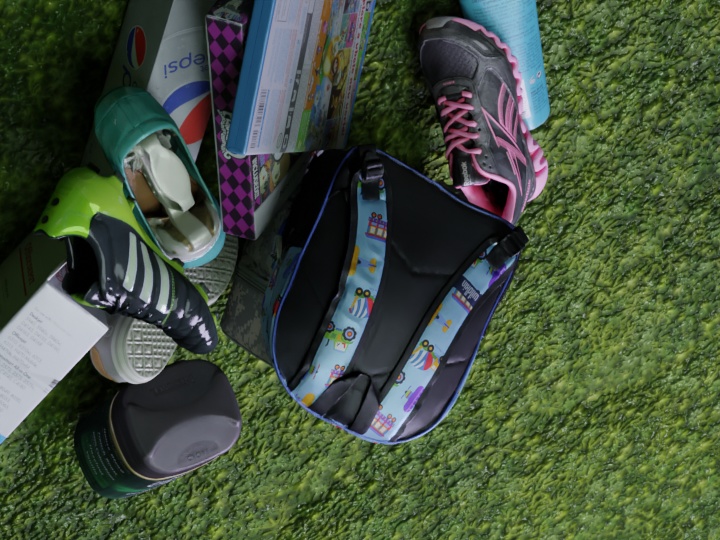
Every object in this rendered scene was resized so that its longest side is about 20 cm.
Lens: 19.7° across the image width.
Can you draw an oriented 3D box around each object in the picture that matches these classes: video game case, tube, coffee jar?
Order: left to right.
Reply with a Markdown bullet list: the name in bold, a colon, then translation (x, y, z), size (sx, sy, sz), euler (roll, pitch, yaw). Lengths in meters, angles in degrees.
- **coffee jar**: translation (-0.168, 0.132, 1.709), size (0.104, 0.086, 0.200), euler (-20, 175, -21)
- **video game case**: translation (-0.059, -0.155, 1.579), size (0.182, 0.036, 0.201), euler (-55, 153, -44)
- **video game case**: translation (-0.040, -0.160, 1.545), size (0.200, 0.018, 0.144), euler (-12, 115, -69)
- **tube**: translation (0.118, -0.206, 1.718), size (0.077, 0.051, 0.201), euler (-22, 132, -7)

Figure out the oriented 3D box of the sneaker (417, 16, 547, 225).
- **sneaker**: translation (0.095, -0.115, 1.715), size (0.201, 0.078, 0.096), euler (62, 39, -31)

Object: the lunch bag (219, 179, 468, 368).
- **lunch bag**: translation (0.000, 0.000, 1.745), size (0.199, 0.139, 0.169), euler (6, 108, -39)

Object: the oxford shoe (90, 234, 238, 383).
- **oxford shoe**: translation (-0.159, 0.016, 1.662), size (0.075, 0.057, 0.201), euler (56, 42, -25)

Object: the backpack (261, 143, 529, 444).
- **backpack**: translation (0.008, 0.025, 1.589), size (0.182, 0.134, 0.201), euler (27, 81, -22)

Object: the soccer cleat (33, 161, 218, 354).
- **soccer cleat**: translation (-0.175, 0.007, 1.545), size (0.081, 0.067, 0.200), euler (-53, 132, -22)

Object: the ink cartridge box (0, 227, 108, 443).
- **ink cartridge box**: translation (-0.263, 0.045, 1.617), size (0.067, 0.116, 0.200), euler (40, 100, -24)

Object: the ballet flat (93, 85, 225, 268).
- **ballet flat**: translation (-0.144, -0.053, 1.557), size (0.067, 0.070, 0.201), euler (-33, 138, -7)

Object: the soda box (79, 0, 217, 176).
- **soda box**: translation (-0.153, -0.137, 1.582), size (0.063, 0.068, 0.201), euler (0, 124, -33)
